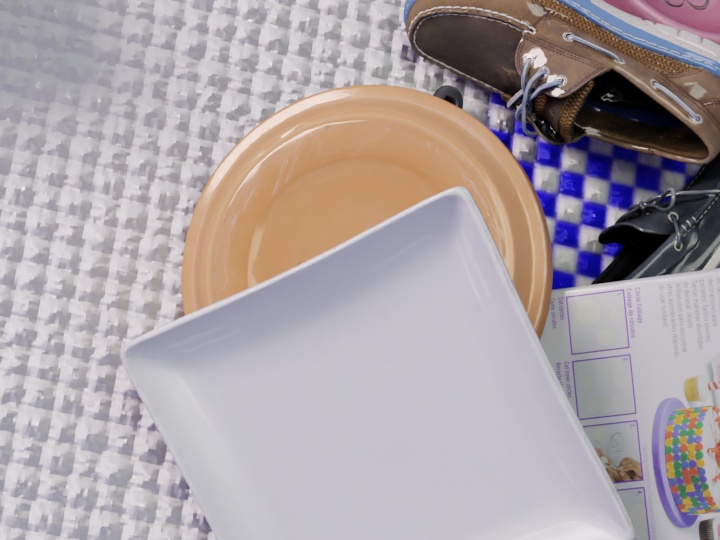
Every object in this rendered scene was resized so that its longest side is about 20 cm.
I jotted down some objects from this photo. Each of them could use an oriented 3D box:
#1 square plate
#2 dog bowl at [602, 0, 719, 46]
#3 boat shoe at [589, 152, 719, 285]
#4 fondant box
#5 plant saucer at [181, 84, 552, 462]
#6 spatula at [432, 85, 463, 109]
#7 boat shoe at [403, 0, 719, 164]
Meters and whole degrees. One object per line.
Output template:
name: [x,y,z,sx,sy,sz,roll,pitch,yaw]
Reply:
square plate: [0.009,0.084,1.022,0.199,0.028,0.199,-25,98,15]
dog bowl: [0.195,-0.196,1.218,0.199,0.074,0.201,5,70,-15]
boat shoe: [0.172,-0.014,1.149,0.062,0.075,0.200,39,71,-7]
fondant box: [0.159,0.078,1.053,0.199,0.058,0.145,-8,79,17]
plant saucer: [0.000,0.000,1.064,0.199,0.032,0.201,-3,80,15]
spatula: [0.012,-0.024,1.133,0.056,0.021,0.200,34,63,-16]
boat shoe: [0.117,-0.113,1.145,0.199,0.072,0.073,14,49,5]
